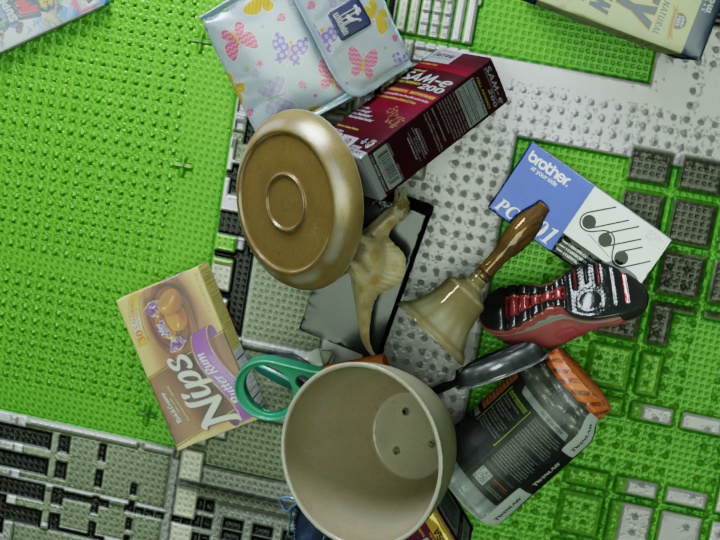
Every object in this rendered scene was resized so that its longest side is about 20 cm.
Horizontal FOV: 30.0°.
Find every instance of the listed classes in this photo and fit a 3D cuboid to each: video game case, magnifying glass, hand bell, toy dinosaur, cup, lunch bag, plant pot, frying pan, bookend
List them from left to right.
[{"bbox_3d":[-0.421,-0.352,1.638,0.198,0.018,0.145,-22,96,10],"label":"video game case"},{"bbox_3d":[-0.076,-0.076,1.490,0.198,0.027,0.203,10,105,42],"label":"plant pot"},{"bbox_3d":[-0.060,-0.266,1.549,0.198,0.127,0.171,-24,101,7],"label":"lunch bag"},{"bbox_3d":[-0.059,0.129,1.581,0.198,0.022,0.081,-14,106,21],"label":"magnifying glass"},{"bbox_3d":[-0.039,-0.013,1.600,0.196,0.092,0.202,20,102,6],"label":"bookend"},{"bbox_3d":[0.000,0.000,1.518,0.100,0.058,0.203,15,102,6],"label":"toy dinosaur"},{"bbox_3d":[0.029,0.196,1.511,0.198,0.143,0.204,2,94,27],"label":"cup"},{"bbox_3d":[0.144,-0.001,1.550,0.104,0.104,0.200,41,91,0],"label":"hand bell"},{"bbox_3d":[0.150,0.113,1.579,0.114,0.190,0.031,-21,92,-18],"label":"frying pan"}]

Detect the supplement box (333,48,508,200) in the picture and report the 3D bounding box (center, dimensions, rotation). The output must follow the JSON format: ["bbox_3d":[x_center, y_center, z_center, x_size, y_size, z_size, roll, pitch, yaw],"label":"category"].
[{"bbox_3d":[0.056,-0.167,1.510,0.199,0.108,0.061,-38,121,-20],"label":"supplement box"}]

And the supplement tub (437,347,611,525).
[{"bbox_3d":[0.191,0.192,1.584,0.200,0.123,0.123,-44,91,12],"label":"supplement tub"}]

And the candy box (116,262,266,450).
[{"bbox_3d":[-0.207,0.106,1.658,0.115,0.056,0.202,-21,94,9],"label":"candy box"}]

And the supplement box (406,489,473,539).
[{"bbox_3d":[0.027,0.339,1.623,0.199,0.131,0.104,-31,95,12],"label":"supplement box"}]

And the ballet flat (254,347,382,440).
[{"bbox_3d":[-0.034,0.140,1.640,0.198,0.073,0.074,30,101,8],"label":"ballet flat"}]

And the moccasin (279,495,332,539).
[{"bbox_3d":[-0.058,0.262,1.596,0.080,0.202,0.068,-22,130,24],"label":"moccasin"}]

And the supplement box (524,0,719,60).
[{"bbox_3d":[0.287,-0.325,1.456,0.197,0.200,0.136,21,102,3],"label":"supplement box"}]

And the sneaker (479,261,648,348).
[{"bbox_3d":[0.243,0.048,1.571,0.198,0.087,0.075,-9,57,24],"label":"sneaker"}]

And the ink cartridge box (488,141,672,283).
[{"bbox_3d":[0.256,-0.056,1.579,0.199,0.044,0.095,35,99,2],"label":"ink cartridge box"}]
